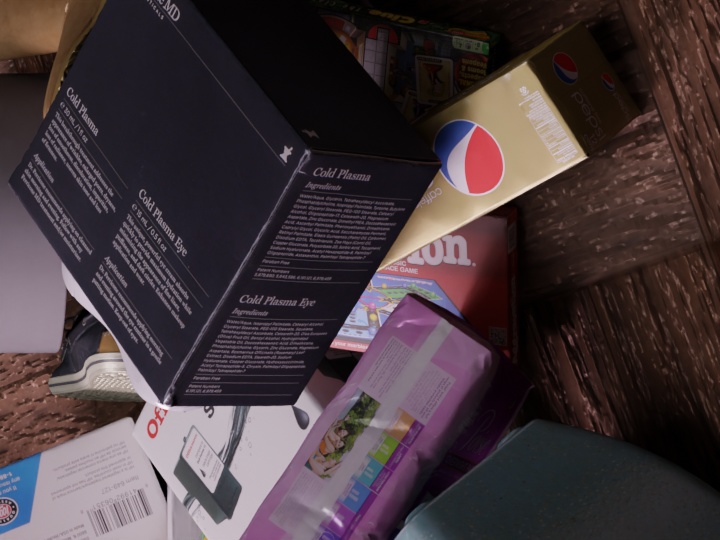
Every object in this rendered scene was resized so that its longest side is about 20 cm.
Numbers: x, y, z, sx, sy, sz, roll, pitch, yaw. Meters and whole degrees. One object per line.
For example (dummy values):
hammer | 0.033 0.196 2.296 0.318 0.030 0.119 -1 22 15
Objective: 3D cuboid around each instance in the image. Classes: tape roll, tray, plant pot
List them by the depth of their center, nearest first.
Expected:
plant pot | 0.107 0.202 1.512 0.200 0.196 0.196 47 141 10
tray | -0.123 0.138 1.915 0.107 0.022 0.200 99 170 -54
tape roll | -0.248 -0.041 1.967 0.200 0.066 0.201 180 90 -78

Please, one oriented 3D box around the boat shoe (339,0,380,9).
boat shoe | -0.011 -0.081 1.693 0.093 0.075 0.200 -6 112 39

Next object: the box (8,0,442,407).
box | -0.080 -0.055 1.559 0.200 0.104 0.182 52 124 34

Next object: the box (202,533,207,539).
box | -0.053 0.190 1.901 0.200 0.048 0.118 33 131 44

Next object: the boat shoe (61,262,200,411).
boat shoe | -0.140 0.008 1.764 0.199 0.073 0.068 -118 34 -53

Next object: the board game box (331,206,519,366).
board game box | 0.000 0.000 1.678 0.200 0.019 0.103 7 114 23

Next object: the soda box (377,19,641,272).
soda box | 0.058 -0.064 1.554 0.200 0.068 0.064 -28 97 41

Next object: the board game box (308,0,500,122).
board game box | -0.018 -0.110 1.638 0.200 0.023 0.105 13 120 17

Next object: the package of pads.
package of pads | 0.013 0.118 1.593 0.076 0.120 0.200 34 90 20

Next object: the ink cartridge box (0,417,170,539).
ink cartridge box | -0.203 0.229 2.010 0.145 0.147 0.200 147 102 -77

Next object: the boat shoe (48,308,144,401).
boat shoe | -0.179 0.059 1.984 0.200 0.074 0.062 145 129 -72

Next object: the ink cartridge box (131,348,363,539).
ink cartridge box | -0.046 0.114 1.781 0.200 0.083 0.147 49 124 36

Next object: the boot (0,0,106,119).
boot | -0.210 -0.156 1.886 0.066 0.175 0.200 35 160 -33
